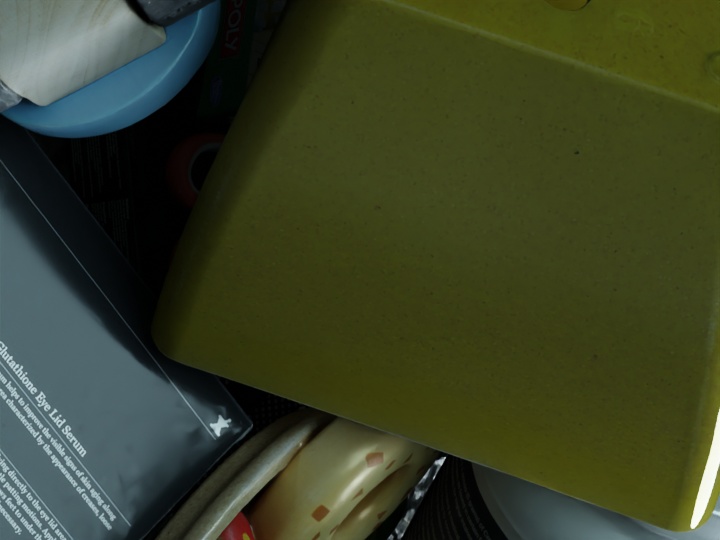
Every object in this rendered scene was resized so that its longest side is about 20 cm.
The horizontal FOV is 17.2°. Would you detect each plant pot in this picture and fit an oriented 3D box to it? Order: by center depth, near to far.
[{"bbox_3d":[0.060,-0.067,0.778,0.200,0.177,0.200,18,56,5],"label":"plant pot"}]

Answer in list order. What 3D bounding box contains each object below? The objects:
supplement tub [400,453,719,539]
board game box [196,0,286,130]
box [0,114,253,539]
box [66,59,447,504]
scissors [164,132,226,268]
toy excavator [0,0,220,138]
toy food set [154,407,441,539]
[{"bbox_3d":[0.092,0.107,0.910,0.140,0.200,0.141,13,44,-13],"label":"supplement tub"},{"bbox_3d":[0.022,-0.096,0.969,0.200,0.029,0.135,21,71,-43],"label":"board game box"},{"bbox_3d":[-0.154,0.024,0.800,0.141,0.079,0.200,-44,110,-24],"label":"box"},{"bbox_3d":[-0.028,-0.014,0.969,0.193,0.047,0.200,-4,89,-45],"label":"box"},{"bbox_3d":[0.000,0.000,0.953,0.200,0.014,0.073,17,73,-38],"label":"scissors"},{"bbox_3d":[-0.098,-0.126,0.813,0.195,0.100,0.200,66,10,17],"label":"toy excavator"},{"bbox_3d":[-0.042,0.133,0.879,0.200,0.049,0.198,-46,160,-34],"label":"toy food set"}]
